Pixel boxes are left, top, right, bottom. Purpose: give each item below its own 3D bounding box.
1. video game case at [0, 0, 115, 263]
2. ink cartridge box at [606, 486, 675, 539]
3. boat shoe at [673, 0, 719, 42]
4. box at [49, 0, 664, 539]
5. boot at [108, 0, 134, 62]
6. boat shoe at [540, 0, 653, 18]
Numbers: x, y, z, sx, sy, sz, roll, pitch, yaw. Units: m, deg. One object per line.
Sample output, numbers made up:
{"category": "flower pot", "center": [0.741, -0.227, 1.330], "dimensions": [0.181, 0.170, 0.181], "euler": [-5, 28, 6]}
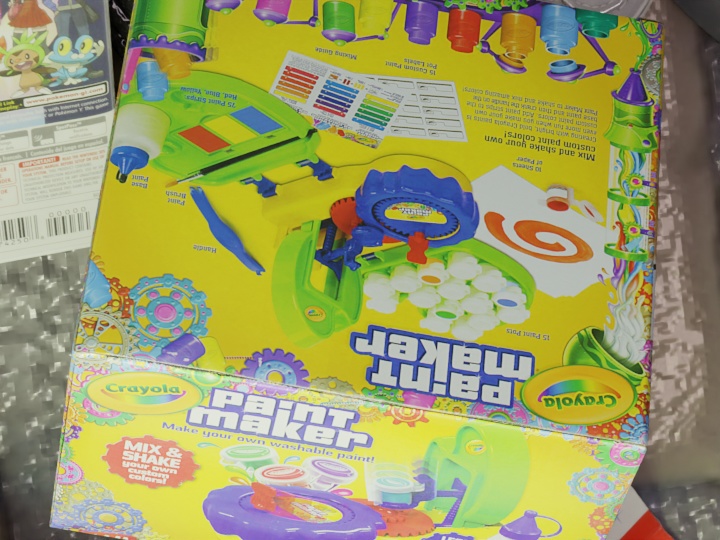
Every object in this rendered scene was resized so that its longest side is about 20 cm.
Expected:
{"category": "video game case", "center": [-0.195, -0.061, 1.145], "dimensions": [0.199, 0.183, 0.023], "euler": [-10, 49, -10]}
{"category": "ink cartridge box", "center": [0.059, 0.145, 1.245], "dimensions": [0.200, 0.047, 0.160], "euler": [45, 84, -7]}
{"category": "boat shoe", "center": [0.136, -0.167, 1.244], "dimensions": [0.066, 0.070, 0.200], "euler": [-45, 91, -5]}
{"category": "box", "center": [0.000, 0.000, 1.078], "dimensions": [0.199, 0.122, 0.193], "euler": [10, 54, -4]}
{"category": "boot", "center": [0.001, -0.101, 1.211], "dimensions": [0.210, 0.079, 0.159], "euler": [-24, 96, -8]}
{"category": "boat shoe", "center": [0.108, -0.189, 1.174], "dimensions": [0.072, 0.069, 0.201], "euler": [18, 85, -2]}
